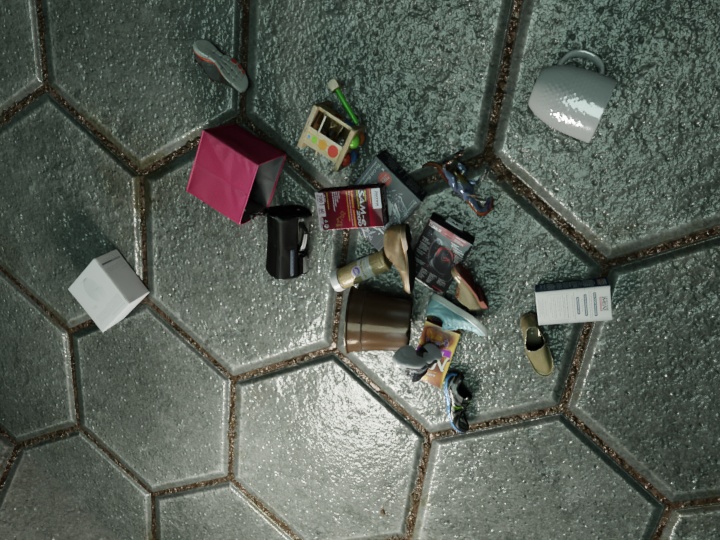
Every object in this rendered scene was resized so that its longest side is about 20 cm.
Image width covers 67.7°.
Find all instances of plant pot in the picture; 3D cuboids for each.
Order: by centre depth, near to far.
[{"bbox_3d":[0.059,0.159,1.636,0.190,0.201,0.208,5,111,9],"label":"plant pot"}]

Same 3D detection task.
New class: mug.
[{"bbox_3d":[0.515,-0.438,1.301,0.171,0.148,0.205,26,85,15],"label":"mug"}]

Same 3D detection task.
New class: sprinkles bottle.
[{"bbox_3d":[0.000,0.000,1.659,0.195,0.068,0.070,-23,101,24],"label":"sprinkles bottle"}]

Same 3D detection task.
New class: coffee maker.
[{"bbox_3d":[-0.246,-0.087,1.656,0.184,0.136,0.207,2,113,-10],"label":"coffee maker"}]

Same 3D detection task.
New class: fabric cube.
[{"bbox_3d":[-0.369,-0.292,1.608,0.195,0.197,0.204,29,116,5],"label":"fabric cube"}]

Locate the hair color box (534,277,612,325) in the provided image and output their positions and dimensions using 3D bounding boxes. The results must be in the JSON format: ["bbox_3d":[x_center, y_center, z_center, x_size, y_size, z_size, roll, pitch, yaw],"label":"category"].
[{"bbox_3d":[0.590,0.087,1.495,0.193,0.061,0.104,-6,107,21],"label":"hair color box"}]

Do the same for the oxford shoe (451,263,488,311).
[{"bbox_3d":[0.299,0.060,1.539,0.073,0.072,0.200,-24,130,23],"label":"oxford shoe"}]

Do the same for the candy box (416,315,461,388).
[{"bbox_3d":[0.232,0.254,1.679,0.113,0.057,0.206,19,115,10],"label":"candy box"}]

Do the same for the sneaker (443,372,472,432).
[{"bbox_3d":[0.316,0.422,1.701,0.080,0.071,0.207,-6,104,26],"label":"sneaker"}]

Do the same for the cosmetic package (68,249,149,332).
[{"bbox_3d":[-0.917,0.073,1.964,0.197,0.123,0.202,-36,94,26],"label":"cosmetic package"}]

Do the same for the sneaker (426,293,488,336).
[{"bbox_3d":[0.284,0.153,1.604,0.196,0.074,0.084,32,89,16],"label":"sneaker"}]

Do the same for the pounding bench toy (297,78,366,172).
[{"bbox_3d":[-0.056,-0.406,1.501,0.153,0.124,0.204,31,116,5],"label":"pounding bench toy"}]

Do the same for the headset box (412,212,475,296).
[{"bbox_3d":[0.231,-0.055,1.557,0.145,0.075,0.204,29,116,6],"label":"headset box"}]

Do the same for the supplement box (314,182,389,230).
[{"bbox_3d":[-0.023,-0.176,1.493,0.192,0.061,0.113,-2,107,19],"label":"supplement box"}]

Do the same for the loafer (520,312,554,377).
[{"bbox_3d":[0.512,0.228,1.568,0.074,0.068,0.205,-20,102,23],"label":"loafer"}]

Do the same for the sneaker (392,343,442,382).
[{"bbox_3d":[0.152,0.282,1.589,0.076,0.195,0.115,54,127,31],"label":"sneaker"}]

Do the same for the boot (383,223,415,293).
[{"bbox_3d":[0.113,-0.032,1.522,0.073,0.074,0.207,-3,112,21],"label":"boot"}]

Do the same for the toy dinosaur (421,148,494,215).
[{"bbox_3d":[0.293,-0.236,1.494,0.197,0.104,0.186,11,134,55],"label":"toy dinosaur"}]

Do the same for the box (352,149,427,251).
[{"bbox_3d":[0.062,-0.201,1.547,0.181,0.104,0.201,42,117,-1],"label":"box"}]

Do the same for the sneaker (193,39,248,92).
[{"bbox_3d":[-0.416,-0.593,1.600,0.199,0.077,0.082,43,143,1],"label":"sneaker"}]
